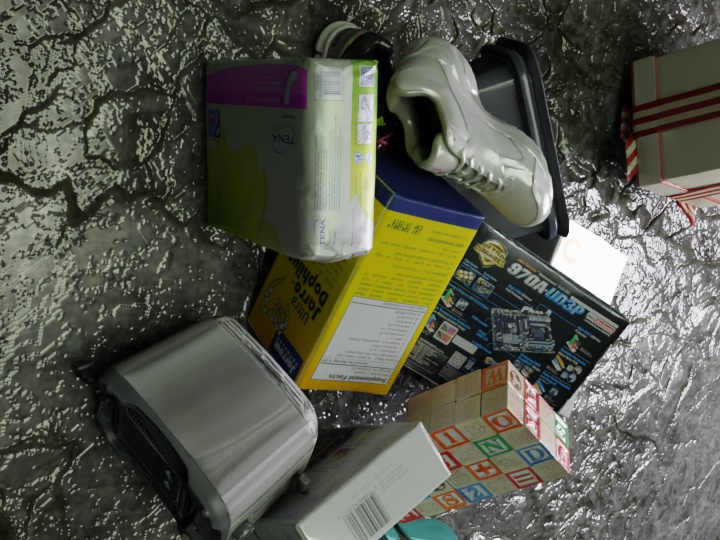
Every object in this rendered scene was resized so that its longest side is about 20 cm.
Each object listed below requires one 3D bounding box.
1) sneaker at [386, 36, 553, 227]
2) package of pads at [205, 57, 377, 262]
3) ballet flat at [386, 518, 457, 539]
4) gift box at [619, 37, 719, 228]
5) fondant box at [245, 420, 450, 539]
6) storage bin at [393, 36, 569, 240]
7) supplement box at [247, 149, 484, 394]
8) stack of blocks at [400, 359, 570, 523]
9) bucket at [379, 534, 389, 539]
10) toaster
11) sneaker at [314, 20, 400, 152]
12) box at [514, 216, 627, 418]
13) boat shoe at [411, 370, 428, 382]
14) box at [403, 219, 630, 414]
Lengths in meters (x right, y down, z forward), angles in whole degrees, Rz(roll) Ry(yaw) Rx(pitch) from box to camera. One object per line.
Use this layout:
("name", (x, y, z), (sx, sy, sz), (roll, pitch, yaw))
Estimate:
("sneaker", (0.089, -0.103, 0.848), (0.200, 0.078, 0.099), (46, 50, -11))
("package of pads", (-0.063, -0.094, 0.781), (0.068, 0.200, 0.155), (-6, 102, -31))
("ballet flat", (0.021, 0.291, 1.019), (0.200, 0.068, 0.072), (25, 103, -42))
("gift box", (0.429, -0.164, 1.162), (0.184, 0.187, 0.200), (15, 74, -41))
("fondant box", (-0.032, 0.202, 0.860), (0.144, 0.200, 0.058), (-34, 97, -29))
("storage bin", (0.110, -0.119, 0.969), (0.134, 0.146, 0.200), (-17, 112, -6))
("supplement box", (0.000, 0.000, 0.863), (0.109, 0.110, 0.200), (11, 116, -39))
("stack of blocks", (0.091, 0.175, 0.947), (0.115, 0.200, 0.059), (46, 34, -29))
("bucket", (-0.041, 0.347, 0.890), (0.207, 0.207, 0.135), (-35, 122, -28))
("toaster", (-0.130, 0.126, 0.803), (0.129, 0.200, 0.114), (-32, 156, -34))
("sneaker", (0.001, -0.132, 0.892), (0.074, 0.087, 0.200), (-7, 102, -29))
("box", (0.199, 0.047, 1.081), (0.124, 0.097, 0.200), (27, 82, -38))
("boat shoe", (0.049, 0.033, 0.978), (0.072, 0.072, 0.200), (-37, 116, -18))
("box", (0.142, 0.058, 0.948), (0.200, 0.046, 0.159), (31, 101, -19))
